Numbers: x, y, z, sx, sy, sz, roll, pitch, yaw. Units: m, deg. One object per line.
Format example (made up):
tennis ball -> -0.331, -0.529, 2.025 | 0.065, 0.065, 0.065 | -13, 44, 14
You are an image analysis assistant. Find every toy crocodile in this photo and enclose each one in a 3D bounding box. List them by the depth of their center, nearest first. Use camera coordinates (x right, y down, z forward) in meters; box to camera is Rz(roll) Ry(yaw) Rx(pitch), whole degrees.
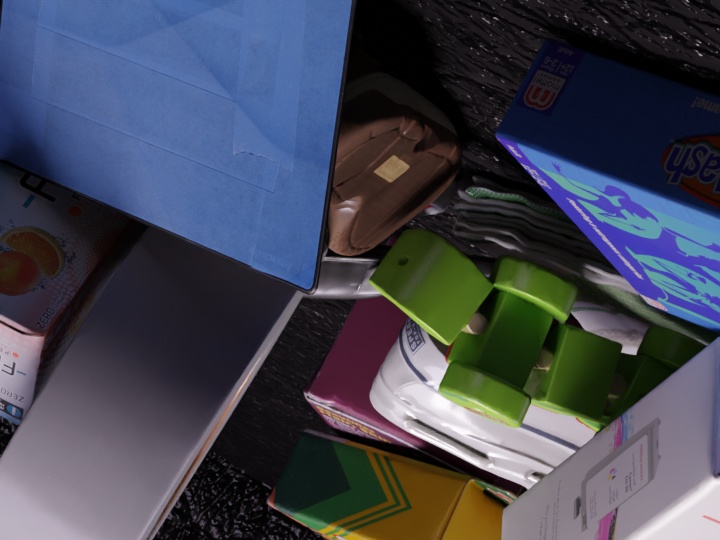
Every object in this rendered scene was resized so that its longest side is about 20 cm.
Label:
toy crocodile -> 0.093, 0.045, 1.130 | 0.199, 0.068, 0.062 | 27, 173, -20

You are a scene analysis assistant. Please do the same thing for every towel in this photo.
towel -> 0.142, 0.030, 1.193 | 0.149, 0.031, 0.200 | 22, 168, 43

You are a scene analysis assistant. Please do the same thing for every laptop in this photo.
laptop -> -0.103, -0.109, 0.946 | 0.187, 0.116, 0.200 | 22, 168, 37

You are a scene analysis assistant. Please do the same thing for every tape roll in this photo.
tape roll -> -0.092, 0.057, 1.102 | 0.066, 0.201, 0.200 | 32, 171, 1

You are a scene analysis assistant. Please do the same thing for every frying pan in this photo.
frying pan -> 0.005, -0.001, 1.220 | 0.189, 0.031, 0.115 | 7, -174, 22

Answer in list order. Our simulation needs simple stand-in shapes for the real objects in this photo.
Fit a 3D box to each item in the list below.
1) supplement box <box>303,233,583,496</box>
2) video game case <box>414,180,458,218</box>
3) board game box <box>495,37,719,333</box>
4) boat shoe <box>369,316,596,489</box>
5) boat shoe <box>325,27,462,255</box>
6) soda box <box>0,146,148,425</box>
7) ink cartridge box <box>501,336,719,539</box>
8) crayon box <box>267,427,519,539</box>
supplement box -> 0.066, 0.076, 1.435 | 0.130, 0.104, 0.200 | 26, 170, 17
video game case -> -0.041, -0.066, 1.284 | 0.143, 0.018, 0.200 | 32, 170, -12
board game box -> 0.162, -0.003, 0.914 | 0.199, 0.045, 0.152 | 22, 168, 36
boat shoe -> 0.098, 0.075, 1.204 | 0.199, 0.074, 0.065 | 28, 127, -12
boat shoe -> -0.007, -0.064, 1.085 | 0.075, 0.075, 0.202 | 53, 177, 11
soda box -> -0.116, -0.032, 1.109 | 0.063, 0.200, 0.069 | 27, 140, 7
ink cartridge box -> 0.154, 0.098, 1.037 | 0.116, 0.068, 0.200 | 22, 142, -21
crayon box -> 0.053, 0.144, 1.368 | 0.127, 0.051, 0.200 | 33, 168, -29
